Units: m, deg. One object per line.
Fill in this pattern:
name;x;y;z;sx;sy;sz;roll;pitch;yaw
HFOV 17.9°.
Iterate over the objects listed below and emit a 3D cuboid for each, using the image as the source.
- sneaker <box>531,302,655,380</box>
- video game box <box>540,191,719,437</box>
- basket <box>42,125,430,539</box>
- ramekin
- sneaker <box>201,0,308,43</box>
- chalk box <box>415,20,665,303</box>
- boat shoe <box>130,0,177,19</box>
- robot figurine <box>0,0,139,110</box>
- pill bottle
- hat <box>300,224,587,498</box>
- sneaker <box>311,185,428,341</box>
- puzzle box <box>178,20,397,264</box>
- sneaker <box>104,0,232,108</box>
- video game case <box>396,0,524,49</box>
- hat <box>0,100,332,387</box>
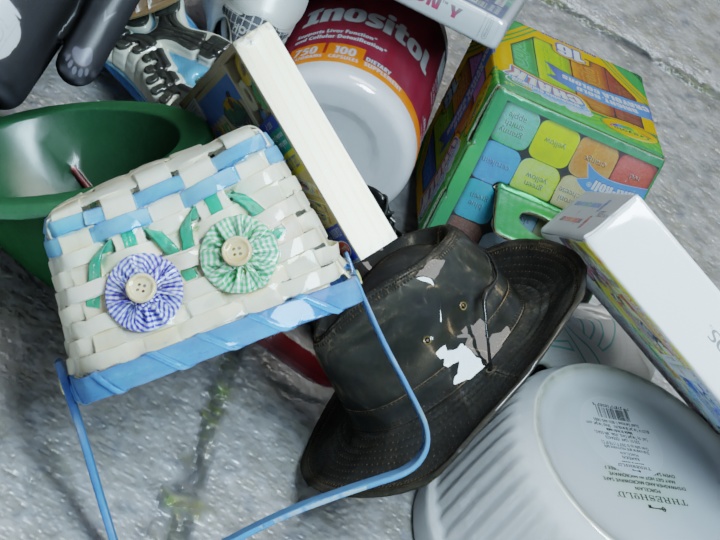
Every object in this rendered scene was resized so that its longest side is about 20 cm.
sneaker;0.124;0.057;1.440;0.200;0.070;0.081;22;53;-49
video game box;0.193;0.041;1.325;0.200;0.047;0.182;49;2;-5
basket;-0.077;0.041;1.177;0.139;0.175;0.201;-144;-149;-80
ramekin;0.140;0.148;1.325;0.199;0.105;0.201;22;37;-18
sneaker;-0.078;-0.174;1.508;0.076;0.081;0.200;19;-2;-9
chalk box;0.115;-0.065;1.494;0.124;0.125;0.200;23;22;-10
boat shoe;-0.195;-0.185;1.417;0.198;0.072;0.064;-12;10;-23
robot figurine;-0.215;-0.173;1.308;0.150;0.201;0.125;36;-10;-25
pill bottle;-0.003;-0.131;1.524;0.112;0.113;0.201;29;35;-8
hat;0.026;0.031;1.271;0.081;0.200;0.201;50;29;-24
sneaker;0.000;0.000;1.393;0.200;0.091;0.076;38;33;1
puzzle box;-0.044;-0.058;1.271;0.025;0.200;0.134;-32;92;-13
sneaker;-0.125;-0.123;1.460;0.078;0.090;0.200;-29;45;-11
video game case;0.020;-0.205;1.484;0.181;0.023;0.200;27;16;1
hat;-0.146;0.012;1.319;0.199;0.177;0.166;7;28;31
